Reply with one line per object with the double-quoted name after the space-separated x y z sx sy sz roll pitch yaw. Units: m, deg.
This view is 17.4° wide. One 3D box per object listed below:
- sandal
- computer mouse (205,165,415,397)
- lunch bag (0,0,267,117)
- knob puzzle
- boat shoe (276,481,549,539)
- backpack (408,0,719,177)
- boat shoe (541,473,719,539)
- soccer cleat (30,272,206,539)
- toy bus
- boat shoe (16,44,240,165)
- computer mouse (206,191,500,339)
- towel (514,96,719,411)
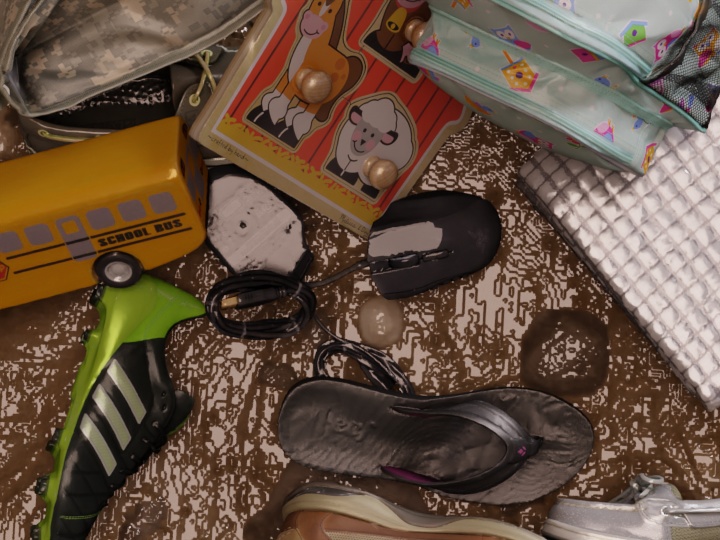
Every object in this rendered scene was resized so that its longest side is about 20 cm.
0.047 0.110 1.462 0.199 0.048 0.076 4 100 -4 "sandal"
-0.036 0.015 1.492 0.059 0.034 0.200 -38 92 1 "computer mouse"
-0.155 -0.185 1.431 0.200 0.164 0.118 -34 117 -1 "lunch bag"
0.013 -0.128 1.427 0.220 0.220 0.030 -52 46 -2 "knob puzzle"
0.041 0.191 1.443 0.199 0.076 0.074 12 59 11 "boat shoe"
0.112 -0.153 1.355 0.175 0.200 0.154 29 84 33 "backpack"
0.212 0.153 1.451 0.201 0.074 0.065 3 80 -2 "boat shoe"
-0.151 0.101 1.471 0.081 0.068 0.201 17 86 -9 "soccer cleat"
-0.192 -0.028 1.451 0.199 0.078 0.065 -14 41 11 "toy bus"
-0.116 -0.106 1.479 0.201 0.060 0.072 -12 65 0 "boat shoe"
0.000 0.000 1.448 0.199 0.034 0.059 -21 111 -18 "computer mouse"
0.217 -0.034 1.459 0.165 0.086 0.200 -39 84 -3 "towel"
